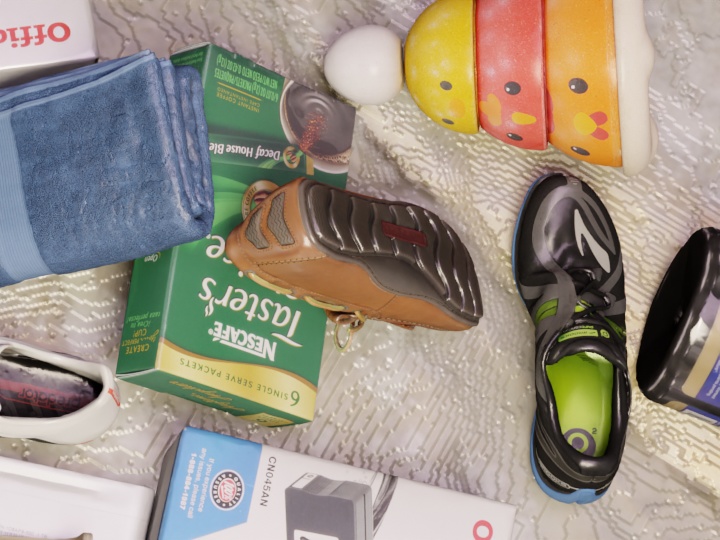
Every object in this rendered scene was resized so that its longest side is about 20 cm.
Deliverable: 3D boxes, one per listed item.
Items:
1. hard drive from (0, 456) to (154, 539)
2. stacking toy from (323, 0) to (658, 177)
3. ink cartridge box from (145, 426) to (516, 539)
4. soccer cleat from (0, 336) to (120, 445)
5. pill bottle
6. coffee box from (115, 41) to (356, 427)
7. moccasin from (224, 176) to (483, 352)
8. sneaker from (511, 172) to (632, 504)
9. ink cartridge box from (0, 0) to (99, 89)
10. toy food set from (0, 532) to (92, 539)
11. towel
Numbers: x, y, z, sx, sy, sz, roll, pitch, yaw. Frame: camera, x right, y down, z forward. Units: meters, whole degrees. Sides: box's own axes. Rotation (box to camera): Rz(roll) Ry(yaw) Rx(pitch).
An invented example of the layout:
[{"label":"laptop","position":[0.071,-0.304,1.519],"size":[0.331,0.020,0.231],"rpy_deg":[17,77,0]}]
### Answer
[{"label":"hard drive","position":[-0.201,0.207,1.505],"size":[0.132,0.027,0.200],"rpy_deg":[12,72,-2]},{"label":"stacking toy","position":[0.078,-0.124,1.627],"size":[0.200,0.146,0.146],"rpy_deg":[-4,75,7]},{"label":"ink cartridge box","position":[-0.024,0.184,1.523],"size":[0.200,0.084,0.145],"rpy_deg":[14,72,-8]},{"label":"soccer cleat","position":[-0.233,0.062,1.513],"size":[0.200,0.085,0.069],"rpy_deg":[8,74,-10]},{"label":"pill bottle","position":[0.275,0.058,1.607],"size":[0.200,0.112,0.112],"rpy_deg":[21,72,-6]},{"label":"coffee box","position":[-0.069,-0.018,1.564],"size":[0.123,0.044,0.200],"rpy_deg":[23,68,-38]},{"label":"moccasin","position":[0.000,0.002,1.549],"size":[0.201,0.078,0.074],"rpy_deg":[10,60,-54]},{"label":"sneaker","position":[0.133,0.037,1.597],"size":[0.071,0.083,0.200],"rpy_deg":[1,75,-12]},{"label":"ink cartridge box","position":[-0.242,-0.193,1.581],"size":[0.144,0.084,0.200],"rpy_deg":[-8,78,-14]},{"label":"toy food set","position":[-0.251,0.204,1.456],"size":[0.200,0.060,0.144],"rpy_deg":[5,72,-1]},{"label":"towel","position":[-0.181,-0.051,1.519],"size":[0.200,0.049,0.112],"rpy_deg":[-12,83,21]}]
